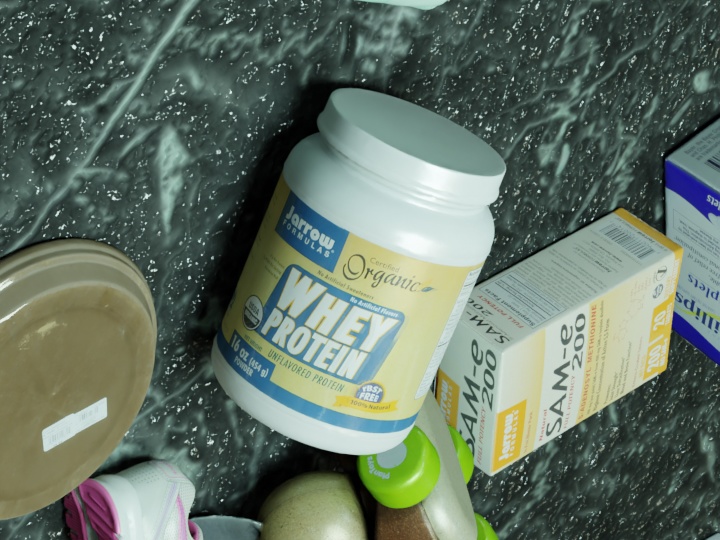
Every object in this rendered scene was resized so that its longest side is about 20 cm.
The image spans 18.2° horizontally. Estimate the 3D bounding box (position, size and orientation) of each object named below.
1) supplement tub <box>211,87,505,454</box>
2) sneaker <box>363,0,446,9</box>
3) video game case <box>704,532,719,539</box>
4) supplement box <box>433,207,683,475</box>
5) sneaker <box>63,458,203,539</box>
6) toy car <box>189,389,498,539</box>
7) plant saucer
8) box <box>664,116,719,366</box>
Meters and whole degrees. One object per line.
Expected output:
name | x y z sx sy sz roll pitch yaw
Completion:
supplement tub | 0.000 0.000 1.443 0.144 0.144 0.201 0 119 -49
sneaker | 0.052 -0.248 1.352 0.118 0.074 0.201 10 121 -45
video game case | 0.270 0.360 2.165 0.199 0.024 0.183 -21 134 -39
supplement box | 0.151 0.053 1.724 0.199 0.073 0.127 -28 137 -31
sneaker | -0.142 0.210 1.512 0.088 0.081 0.201 -24 137 -33
toy car | -0.024 0.166 1.604 0.199 0.159 0.165 -24 141 9
plant saucer | -0.200 0.074 1.377 0.199 0.029 0.201 -31 139 -31
box | 0.344 -0.043 1.838 0.183 0.105 0.201 -35 140 -25
